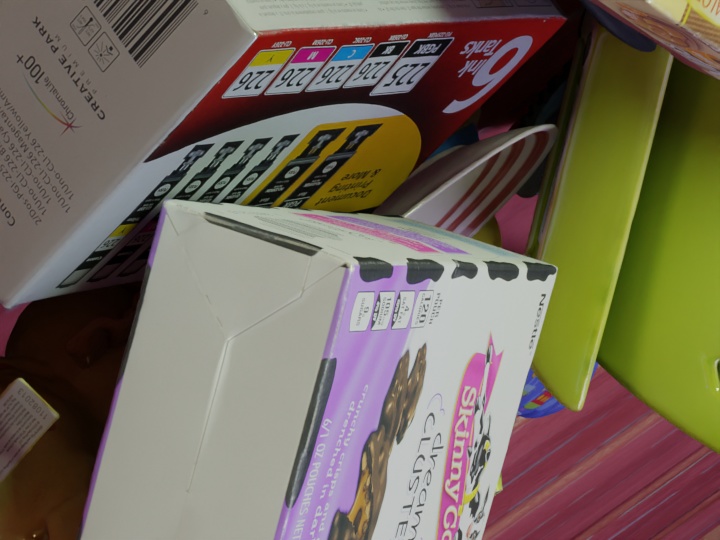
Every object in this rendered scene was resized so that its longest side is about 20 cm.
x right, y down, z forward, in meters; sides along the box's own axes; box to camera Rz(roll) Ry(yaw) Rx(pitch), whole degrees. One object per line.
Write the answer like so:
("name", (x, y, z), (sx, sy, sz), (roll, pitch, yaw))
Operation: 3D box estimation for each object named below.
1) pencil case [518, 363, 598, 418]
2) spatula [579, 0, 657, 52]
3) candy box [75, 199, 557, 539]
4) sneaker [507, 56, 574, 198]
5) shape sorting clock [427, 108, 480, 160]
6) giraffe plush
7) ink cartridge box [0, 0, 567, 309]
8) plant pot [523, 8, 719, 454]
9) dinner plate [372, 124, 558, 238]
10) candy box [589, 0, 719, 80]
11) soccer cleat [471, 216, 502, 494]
("pencil case", (0.077, 0.039, 1.434), (0.086, 0.078, 0.200), (-15, 171, 18))
("spatula", (0.050, -0.112, 0.875), (0.021, 0.057, 0.200), (-44, 143, 18))
("candy box", (-0.015, 0.067, 0.884), (0.200, 0.071, 0.169), (-1, 107, -68))
("sneaker", (0.152, -0.068, 1.254), (0.199, 0.096, 0.079), (-24, 160, -38))
("shape sorting clock", (-0.025, -0.010, 1.153), (0.200, 0.039, 0.200), (-38, 174, -5))
("giraffe plush", (-0.125, 0.060, 0.949), (0.200, 0.173, 0.162), (-26, -175, 37))
("ink cartridge box", (-0.054, -0.055, 0.879), (0.176, 0.084, 0.200), (-44, 163, 29))
("plant pot", (0.168, -0.025, 1.120), (0.199, 0.181, 0.201), (-74, 177, -78))
("dinner plate", (0.000, 0.000, 1.078), (0.200, 0.024, 0.200), (-40, 174, -5))
("candy box", (0.139, -0.164, 0.826), (0.115, 0.055, 0.201), (23, 92, -53))
("soccer cleat", (0.039, 0.068, 1.193), (0.065, 0.083, 0.201), (27, 80, -58))
